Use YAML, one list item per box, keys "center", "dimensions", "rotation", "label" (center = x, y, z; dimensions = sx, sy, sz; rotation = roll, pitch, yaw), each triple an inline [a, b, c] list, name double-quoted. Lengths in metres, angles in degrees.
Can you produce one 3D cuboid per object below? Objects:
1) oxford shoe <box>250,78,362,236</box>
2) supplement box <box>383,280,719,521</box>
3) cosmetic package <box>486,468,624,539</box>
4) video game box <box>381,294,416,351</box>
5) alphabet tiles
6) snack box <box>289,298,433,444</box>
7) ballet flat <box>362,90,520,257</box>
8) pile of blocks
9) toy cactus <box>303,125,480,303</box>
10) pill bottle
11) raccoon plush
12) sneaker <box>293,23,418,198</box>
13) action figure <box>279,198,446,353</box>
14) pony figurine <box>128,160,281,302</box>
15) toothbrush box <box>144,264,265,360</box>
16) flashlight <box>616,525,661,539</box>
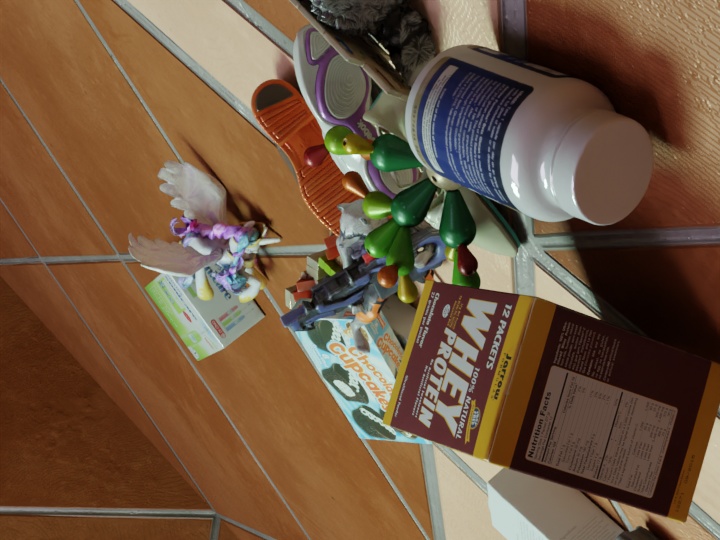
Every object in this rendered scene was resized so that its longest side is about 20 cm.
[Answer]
- center: [-0.046, -0.120, 1.795]
  dimensions: [0.201, 0.071, 0.073]
  rotation: [59, -179, -3]
  label: "oxford shoe"
- center: [0.161, 0.107, 1.403]
  dimensions: [0.198, 0.134, 0.197]
  rotation: [19, 176, -24]
  label: "supplement box"
- center: [0.234, 0.302, 1.842]
  dimensions: [0.200, 0.071, 0.102]
  rotation: [41, 158, 31]
  label: "cosmetic package"
- center: [0.033, 0.092, 1.992]
  dimensions: [0.199, 0.047, 0.183]
  rotation: [35, 156, 43]
  label: "video game box"
- center: [-0.023, -0.222, 1.478]
  dimensions: [0.200, 0.008, 0.167]
  rotation: [48, -166, 15]
  label: "alphabet tiles"
- center: [0.007, 0.117, 1.914]
  dimensions: [0.115, 0.037, 0.201]
  rotation: [0, 132, 40]
  label: "snack box"
- center: [0.071, -0.082, 1.550]
  dimensions: [0.201, 0.069, 0.069]
  rotation: [55, 162, -4]
  label: "ballet flat"
- center: [-0.038, 0.016, 1.909]
  dimensions: [0.083, 0.062, 0.200]
  rotation: [58, 146, 19]
  label: "pile of blocks"
- center: [0.051, -0.072, 1.483]
  dimensions: [0.201, 0.165, 0.102]
  rotation: [51, -153, 11]
  label: "toy cactus"
- center: [0.132, -0.103, 1.292]
  dimensions: [0.199, 0.111, 0.112]
  rotation: [30, 151, 51]
  label: "pill bottle"
- center: [-0.022, -0.252, 1.445]
  dimensions: [0.134, 0.096, 0.201]
  rotation: [45, 162, 46]
  label: "raccoon plush"
- center: [-0.021, -0.151, 1.635]
  dimensions: [0.099, 0.075, 0.201]
  rotation: [18, 141, 58]
  label: "sneaker"
- center: [0.000, 0.000, 1.700]
  dimensions: [0.194, 0.198, 0.105]
  rotation: [76, 167, -53]
  label: "action figure"
- center: [-0.204, -0.034, 2.224]
  dimensions: [0.191, 0.168, 0.200]
  rotation: [18, 154, 1]
  label: "pony figurine"
- center: [-0.239, 0.047, 2.515]
  dimensions: [0.146, 0.086, 0.200]
  rotation: [54, 160, -4]
  label: "toothbrush box"
- center: [0.335, 0.336, 1.668]
  dimensions: [0.200, 0.067, 0.068]
  rotation: [36, 151, 45]
  label: "flashlight"
